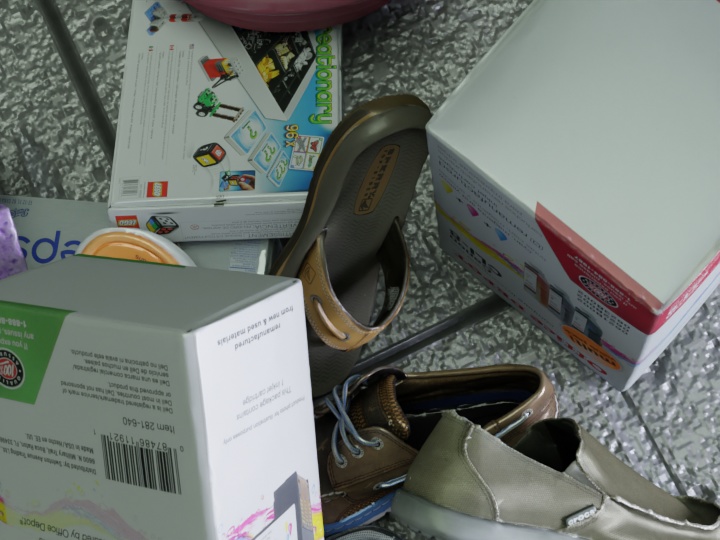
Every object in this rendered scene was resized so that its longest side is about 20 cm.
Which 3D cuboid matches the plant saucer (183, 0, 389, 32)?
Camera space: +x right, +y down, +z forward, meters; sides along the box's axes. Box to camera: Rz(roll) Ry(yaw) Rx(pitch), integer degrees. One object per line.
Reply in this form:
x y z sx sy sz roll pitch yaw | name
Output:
-0.040 -0.207 0.876 0.199 0.051 0.201 -2 48 2 | plant saucer

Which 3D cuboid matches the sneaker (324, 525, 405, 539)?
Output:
0.046 0.173 0.755 0.199 0.114 0.076 1 74 4 | sneaker

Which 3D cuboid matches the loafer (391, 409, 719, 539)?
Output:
0.113 0.113 0.751 0.199 0.075 0.070 13 90 -28 | loafer

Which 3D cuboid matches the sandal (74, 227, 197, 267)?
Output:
-0.117 0.082 0.781 0.079 0.059 0.208 -1 101 6 | sandal

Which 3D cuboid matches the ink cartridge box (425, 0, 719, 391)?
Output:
0.134 -0.049 0.772 0.145 0.200 0.145 39 82 14 | ink cartridge box

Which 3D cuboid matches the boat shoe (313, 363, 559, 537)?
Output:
0.009 0.087 0.794 0.199 0.073 0.072 -15 51 -8 | boat shoe

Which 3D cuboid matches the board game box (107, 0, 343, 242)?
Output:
-0.072 -0.103 0.847 0.125 0.035 0.201 -2 51 1 | board game box

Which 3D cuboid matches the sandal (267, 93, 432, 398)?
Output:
0.000 0.000 0.773 0.081 0.201 0.055 -13 49 -41 | sandal

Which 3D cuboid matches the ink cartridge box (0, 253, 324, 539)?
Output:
-0.097 0.103 0.683 0.144 0.084 0.201 6 108 34 | ink cartridge box

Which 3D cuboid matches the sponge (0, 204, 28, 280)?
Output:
-0.197 0.079 0.727 0.111 0.030 0.201 -24 110 -31 | sponge

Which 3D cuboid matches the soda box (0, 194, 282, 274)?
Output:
-0.146 0.001 0.842 0.199 0.068 0.064 5 73 5 | soda box
